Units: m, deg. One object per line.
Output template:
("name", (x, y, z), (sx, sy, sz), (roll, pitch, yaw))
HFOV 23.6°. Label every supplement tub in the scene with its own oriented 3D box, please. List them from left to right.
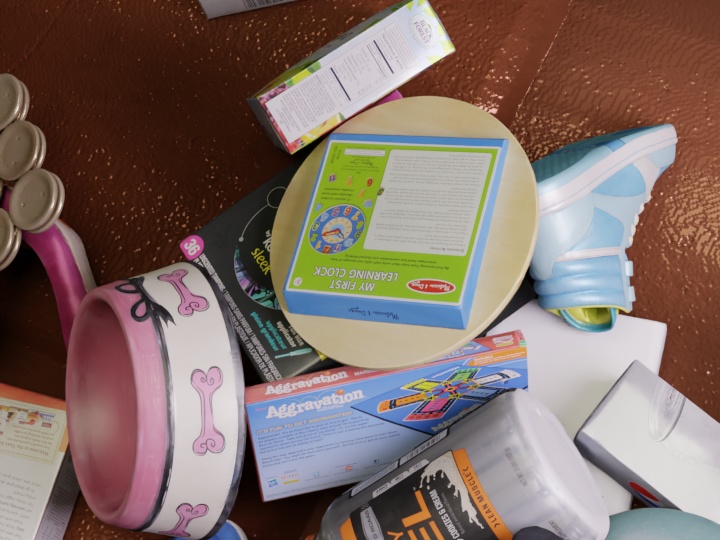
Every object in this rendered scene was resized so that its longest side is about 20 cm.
("supplement tub", (0.059, 0.179, 1.177), (0.199, 0.122, 0.123), (-35, 67, 14))

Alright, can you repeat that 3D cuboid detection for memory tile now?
("memory tile", (-0.321, -0.048, 1.379), (0.200, 0.017, 0.154), (-39, 57, 19))

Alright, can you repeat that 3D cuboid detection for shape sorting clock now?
("shape sorting clock", (0.028, -0.026, 1.177), (0.199, 0.039, 0.201), (-12, 60, 21))

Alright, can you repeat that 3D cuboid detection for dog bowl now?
("dog bowl", (-0.152, 0.094, 1.226), (0.073, 0.200, 0.201), (-2, 65, -28))

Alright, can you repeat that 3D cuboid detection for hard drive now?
("hard drive", (0.141, 0.124, 1.265), (0.131, 0.027, 0.201), (10, 73, 15))

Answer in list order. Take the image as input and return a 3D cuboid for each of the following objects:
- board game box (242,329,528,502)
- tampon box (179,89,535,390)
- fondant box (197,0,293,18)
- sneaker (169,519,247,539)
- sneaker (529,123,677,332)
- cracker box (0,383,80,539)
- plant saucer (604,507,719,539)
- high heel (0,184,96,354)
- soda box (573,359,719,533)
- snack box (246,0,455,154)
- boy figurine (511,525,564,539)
("board game box", (0.021, 0.103, 1.210), (0.198, 0.103, 0.020), (-11, 43, -5))
("tampon box", (0.000, 0.000, 1.270), (0.199, 0.126, 0.150), (-36, 61, 0))
("fondant box", (-0.078, -0.325, 1.454), (0.143, 0.058, 0.202), (-10, 69, 7))
("sneaker", (-0.164, 0.250, 1.231), (0.200, 0.111, 0.077), (-42, 68, -6))
("sneaker", (0.181, -0.029, 1.277), (0.079, 0.199, 0.132), (-7, 104, 46))
("cracker box", (-0.294, 0.186, 1.308), (0.133, 0.058, 0.201), (14, 72, 16))
("plant saucer", (0.198, 0.262, 1.155), (0.199, 0.036, 0.202), (0, 91, 27))
("high heel", (-0.247, 0.016, 1.364), (0.200, 0.067, 0.096), (40, 88, 15))
("soda box", (0.247, 0.153, 1.197), (0.200, 0.063, 0.068), (39, 79, 11))
("snack box", (-0.012, -0.148, 1.302), (0.142, 0.200, 0.053), (-31, 98, -3))
("boy figurine", (0.097, 0.262, 1.119), (0.064, 0.201, 0.124), (31, 46, 30))
